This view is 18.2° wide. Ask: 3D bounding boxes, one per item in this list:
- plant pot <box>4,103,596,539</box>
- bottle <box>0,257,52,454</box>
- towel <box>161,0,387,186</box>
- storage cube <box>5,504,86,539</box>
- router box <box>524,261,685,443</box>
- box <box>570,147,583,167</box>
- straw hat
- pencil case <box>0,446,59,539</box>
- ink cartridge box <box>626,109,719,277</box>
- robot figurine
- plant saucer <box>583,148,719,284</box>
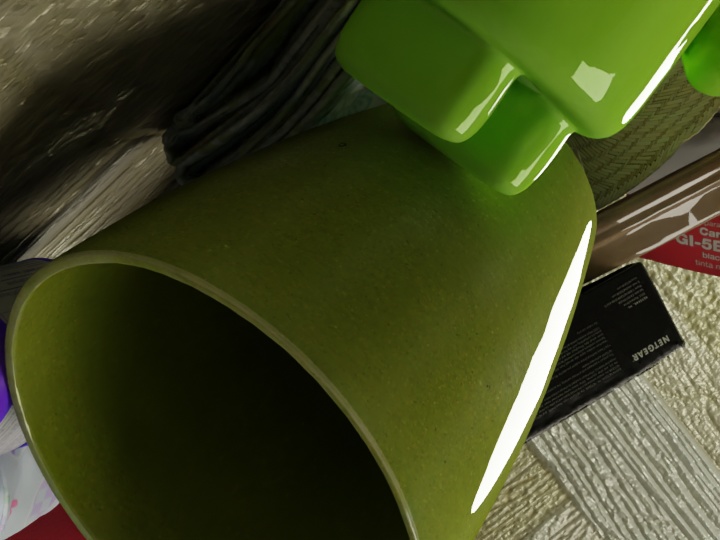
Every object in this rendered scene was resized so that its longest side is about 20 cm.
[{"bbox_3d":[0.000,0.019,0.853,0.200,0.187,0.187,-44,178,-38],"label":"plant pot"},{"bbox_3d":[-0.164,0.043,0.865,0.084,0.065,0.200,-45,172,17],"label":"bottle"},{"bbox_3d":[0.018,-0.109,0.956,0.171,0.048,0.200,-43,173,35],"label":"towel"},{"bbox_3d":[-0.219,0.196,1.095,0.200,0.180,0.171,-42,173,31],"label":"storage cube"},{"bbox_3d":[0.041,0.071,1.092,0.199,0.051,0.149,-28,179,-21],"label":"router box"},{"bbox_3d":[0.000,0.000,1.040,0.120,0.033,0.200,5,146,-35],"label":"box"},{"bbox_3d":[0.109,-0.133,1.095,0.201,0.085,0.202,-42,-147,36],"label":"straw hat"},{"bbox_3d":[-0.147,0.069,1.065,0.200,0.083,0.091,-28,144,-58],"label":"pencil case"},{"bbox_3d":[0.210,-0.119,1.264,0.147,0.082,0.201,-50,144,-41],"label":"ink cartridge box"},{"bbox_3d":[0.081,-0.129,0.791,0.201,0.116,0.175,-52,138,-1],"label":"robot figurine"},{"bbox_3d":[0.141,-0.025,1.135,0.199,0.030,0.200,-27,180,0],"label":"plant saucer"}]
